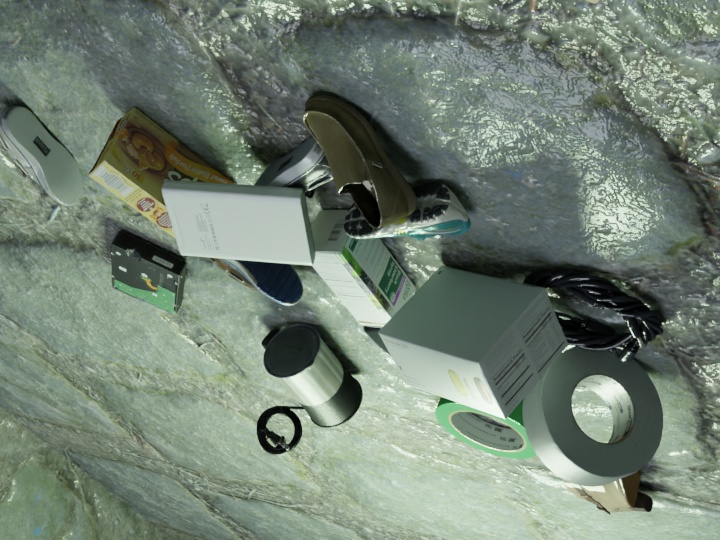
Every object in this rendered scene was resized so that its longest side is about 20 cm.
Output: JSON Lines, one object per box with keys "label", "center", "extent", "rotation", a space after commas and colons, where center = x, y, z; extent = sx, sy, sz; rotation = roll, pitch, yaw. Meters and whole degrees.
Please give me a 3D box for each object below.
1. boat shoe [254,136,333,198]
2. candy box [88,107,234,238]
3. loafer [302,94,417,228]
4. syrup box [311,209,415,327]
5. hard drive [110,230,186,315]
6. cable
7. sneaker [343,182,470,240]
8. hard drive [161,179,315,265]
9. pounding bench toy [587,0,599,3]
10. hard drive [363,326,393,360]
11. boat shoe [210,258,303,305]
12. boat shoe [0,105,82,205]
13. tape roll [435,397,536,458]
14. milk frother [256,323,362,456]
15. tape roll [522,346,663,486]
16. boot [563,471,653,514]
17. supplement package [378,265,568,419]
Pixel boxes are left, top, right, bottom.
{"label": "boat shoe", "center": [-0.088, -0.126, 1.550], "extent": [0.066, 0.070, 0.200], "rotation": [37, 144, -19]}
{"label": "candy box", "center": [-0.287, -0.131, 1.638], "extent": [0.200, 0.116, 0.055], "rotation": [38, 139, -24]}
{"label": "loafer", "center": [-0.007, -0.137, 1.421], "extent": [0.200, 0.067, 0.076], "rotation": [48, 148, -11]}
{"label": "syrup box", "center": [0.000, 0.000, 1.680], "extent": [0.081, 0.079, 0.200], "rotation": [3, 146, 37]}
{"label": "hard drive", "center": [-0.395, 0.008, 2.076], "extent": [0.139, 0.038, 0.200], "rotation": [25, 153, 1]}
{"label": "cable", "center": [0.317, 0.060, 1.550], "extent": [0.199, 0.051, 0.163], "rotation": [30, 155, -6]}
{"label": "sneaker", "center": [0.060, -0.066, 1.522], "extent": [0.199, 0.078, 0.080], "rotation": [-1, 153, 41]}
{"label": "hard drive", "center": [-0.169, -0.066, 1.564], "extent": [0.199, 0.026, 0.132], "rotation": [4, 137, 12]}
{"label": "pounding bench toy", "center": [0.133, -0.331, 0.885], "extent": [0.199, 0.156, 0.124], "rotation": [24, 154, 4]}
{"label": "hard drive", "center": [0.104, 0.133, 1.871], "extent": [0.200, 0.042, 0.135], "rotation": [40, 150, -26]}
{"label": "boat shoe", "center": [-0.181, -0.011, 1.837], "extent": [0.200, 0.072, 0.072], "rotation": [40, 156, -7]}
{"label": "boat shoe", "center": [-0.528, -0.185, 1.807], "extent": [0.066, 0.072, 0.200], "rotation": [10, 149, 36]}
{"label": "tape roll", "center": [0.235, 0.270, 2.003], "extent": [0.200, 0.048, 0.201], "rotation": [20, 154, 11]}
{"label": "milk frother", "center": [-0.128, 0.227, 2.068], "extent": [0.180, 0.200, 0.188], "rotation": [9, 149, 37]}
{"label": "tape roll", "center": [0.341, 0.211, 1.635], "extent": [0.200, 0.201, 0.066], "rotation": [28, 152, -5]}
{"label": "boot", "center": [0.439, 0.388, 2.022], "extent": [0.146, 0.070, 0.200], "rotation": [6, 147, 37]}
{"label": "supplement package", "center": [0.158, 0.096, 1.572], "extent": [0.200, 0.156, 0.111], "rotation": [13, 140, 48]}
